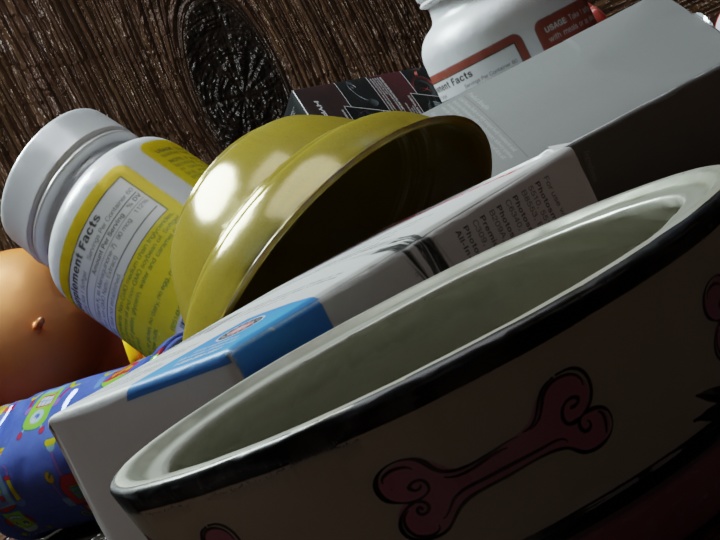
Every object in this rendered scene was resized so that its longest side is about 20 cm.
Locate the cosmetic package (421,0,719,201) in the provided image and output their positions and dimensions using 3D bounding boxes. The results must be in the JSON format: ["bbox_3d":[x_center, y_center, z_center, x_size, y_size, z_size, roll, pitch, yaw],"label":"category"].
[{"bbox_3d":[0.123,-0.069,1.018,0.199,0.091,0.107,-24,34,-7],"label":"cosmetic package"}]

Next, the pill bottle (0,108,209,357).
[{"bbox_3d":[-0.109,-0.007,1.045,0.114,0.199,0.115,-43,-27,-28],"label":"pill bottle"}]

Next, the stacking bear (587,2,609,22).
[{"bbox_3d":[0.110,-0.074,1.252,0.200,0.114,0.121,-39,-3,-8],"label":"stacking bear"}]

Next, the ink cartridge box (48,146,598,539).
[{"bbox_3d":[-0.002,0.039,0.717,0.199,0.085,0.146,-30,4,-38],"label":"ink cartridge box"}]

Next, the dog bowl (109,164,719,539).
[{"bbox_3d":[0.032,0.046,0.511,0.199,0.074,0.200,-27,4,2],"label":"dog bowl"}]

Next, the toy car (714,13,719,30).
[{"bbox_3d":[0.308,-0.236,1.318,0.176,0.201,0.184,-30,5,-35],"label":"toy car"}]

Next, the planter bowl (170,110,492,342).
[{"bbox_3d":[-0.032,-0.013,0.871,0.200,0.083,0.201,-39,-27,-24],"label":"planter bowl"}]

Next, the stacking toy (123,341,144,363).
[{"bbox_3d":[-0.139,0.060,1.255,0.115,0.111,0.200,12,-34,-33],"label":"stacking toy"}]

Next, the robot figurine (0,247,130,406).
[{"bbox_3d":[-0.205,0.065,1.145,0.115,0.145,0.201,-6,-35,3],"label":"robot figurine"}]

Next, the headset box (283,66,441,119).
[{"bbox_3d":[0.028,-0.086,1.453,0.198,0.075,0.149,-13,-36,-30],"label":"headset box"}]

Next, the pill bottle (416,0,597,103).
[{"bbox_3d":[0.108,-0.118,1.135,0.111,0.201,0.112,-26,4,2],"label":"pill bottle"}]

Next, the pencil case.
[{"bbox_3d":[-0.135,0.090,0.977,0.199,0.078,0.087,-23,35,42],"label":"pencil case"}]
